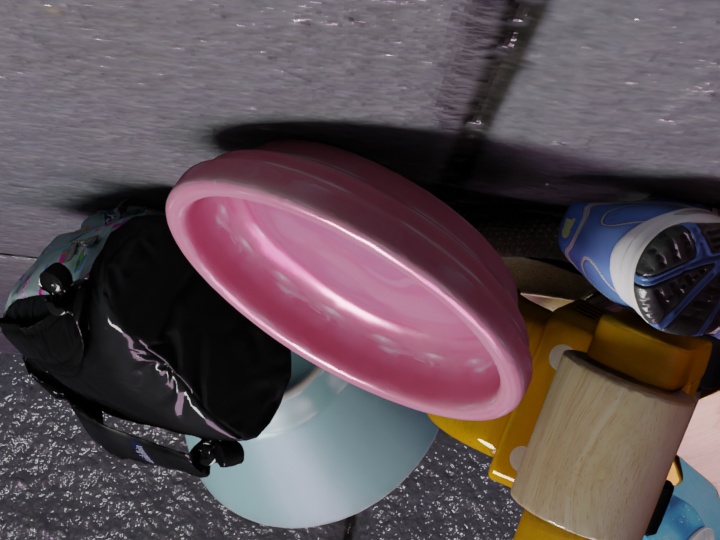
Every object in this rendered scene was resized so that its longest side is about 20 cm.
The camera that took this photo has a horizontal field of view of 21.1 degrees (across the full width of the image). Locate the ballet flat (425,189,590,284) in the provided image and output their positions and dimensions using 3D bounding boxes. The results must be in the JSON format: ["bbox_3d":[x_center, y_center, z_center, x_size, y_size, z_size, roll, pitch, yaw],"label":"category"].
[{"bbox_3d":[0.076,-0.012,1.051,0.200,0.046,0.067,9,174,-20],"label":"ballet flat"}]

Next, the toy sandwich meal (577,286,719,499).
[{"bbox_3d":[0.210,0.067,1.150,0.205,0.070,0.205,2,141,1],"label":"toy sandwich meal"}]

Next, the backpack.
[{"bbox_3d":[-0.138,0.034,1.217,0.167,0.127,0.200,54,154,-18],"label":"backpack"}]

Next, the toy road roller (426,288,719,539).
[{"bbox_3d":[0.102,0.070,1.024,0.146,0.123,0.200,22,-172,14],"label":"toy road roller"}]

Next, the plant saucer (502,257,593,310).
[{"bbox_3d":[0.101,0.009,1.248,0.200,0.036,0.200,7,174,1],"label":"plant saucer"}]

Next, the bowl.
[{"bbox_3d":[-0.048,0.065,1.325,0.200,0.201,0.105,4,154,24],"label":"bowl"}]

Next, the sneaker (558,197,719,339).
[{"bbox_3d":[0.179,-0.004,0.988,0.077,0.076,0.200,28,-172,41],"label":"sneaker"}]

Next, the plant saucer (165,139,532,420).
[{"bbox_3d":[0.000,0.000,0.958,0.200,0.051,0.201,26,159,11],"label":"plant saucer"}]

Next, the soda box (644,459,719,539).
[{"bbox_3d":[0.188,0.136,1.304,0.200,0.068,0.064,50,171,0],"label":"soda box"}]
